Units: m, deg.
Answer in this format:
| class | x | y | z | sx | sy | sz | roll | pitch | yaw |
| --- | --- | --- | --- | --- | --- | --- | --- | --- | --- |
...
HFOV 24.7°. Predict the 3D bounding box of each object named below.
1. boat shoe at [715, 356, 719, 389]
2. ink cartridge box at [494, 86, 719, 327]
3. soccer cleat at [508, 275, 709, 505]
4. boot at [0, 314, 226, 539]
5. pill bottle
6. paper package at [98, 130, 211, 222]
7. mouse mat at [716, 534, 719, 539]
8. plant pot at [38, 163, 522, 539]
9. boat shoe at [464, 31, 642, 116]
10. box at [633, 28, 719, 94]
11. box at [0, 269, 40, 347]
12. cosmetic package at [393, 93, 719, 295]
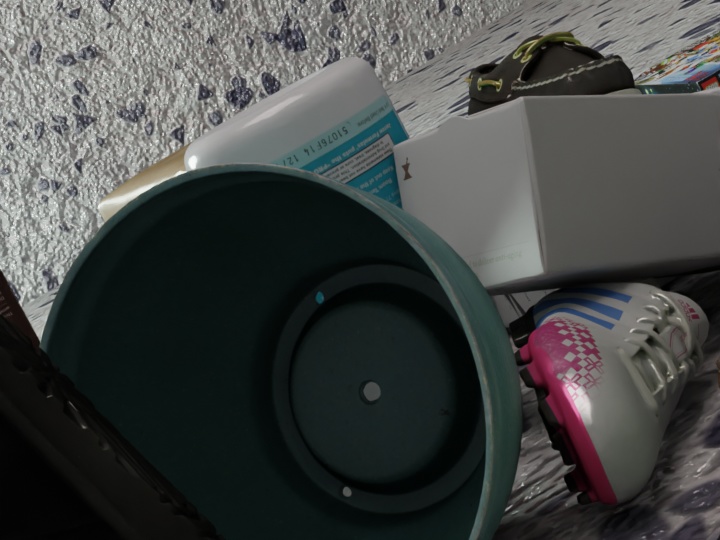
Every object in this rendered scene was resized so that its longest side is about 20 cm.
| class | x | y | z | sx | sy | sz | roll | pitch | yaw |
| --- | --- | --- | --- | --- | --- | --- | --- | --- | --- |
| boat shoe | 0.198 | -0.006 | 0.694 | 0.072 | 0.073 | 0.200 | -20 | 13 | 45 |
| ink cartridge box | 0.133 | -0.034 | 1.001 | 0.145 | 0.084 | 0.200 | -31 | 9 | -19 |
| soccer cleat | 0.114 | 0.039 | 0.716 | 0.086 | 0.070 | 0.200 | -23 | 11 | 6 |
| boot | -0.166 | 0.099 | 0.609 | 0.158 | 0.211 | 0.079 | -47 | -14 | -3 |
| pill bottle | 0.000 | 0.000 | 0.852 | 0.110 | 0.201 | 0.111 | -28 | 8 | 4 |
| paper package | -0.058 | 0.001 | 1.045 | 0.103 | 0.191 | 0.200 | -33 | 10 | -23 |
| mouse mat | 0.174 | 0.080 | 0.512 | 0.160 | 0.008 | 0.200 | -21 | 11 | 40 |
| plant pot | -0.015 | 0.057 | 0.686 | 0.200 | 0.201 | 0.134 | -24 | -8 | 24 |
| boat shoe | 0.100 | -0.101 | 0.924 | 0.071 | 0.061 | 0.201 | -12 | 1 | -13 |
| box | 0.308 | -0.171 | 1.362 | 0.136 | 0.038 | 0.200 | -30 | 9 | -5 |
| box | -0.457 | 0.088 | 1.838 | 0.165 | 0.165 | 0.200 | -31 | 10 | -17 |
| cosmetic package | 0.129 | -0.038 | 0.814 | 0.199 | 0.085 | 0.107 | -7 | -4 | -32 |
